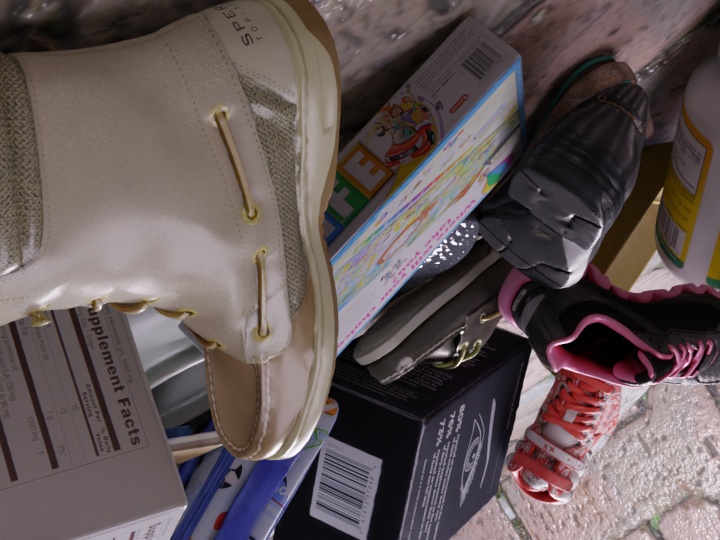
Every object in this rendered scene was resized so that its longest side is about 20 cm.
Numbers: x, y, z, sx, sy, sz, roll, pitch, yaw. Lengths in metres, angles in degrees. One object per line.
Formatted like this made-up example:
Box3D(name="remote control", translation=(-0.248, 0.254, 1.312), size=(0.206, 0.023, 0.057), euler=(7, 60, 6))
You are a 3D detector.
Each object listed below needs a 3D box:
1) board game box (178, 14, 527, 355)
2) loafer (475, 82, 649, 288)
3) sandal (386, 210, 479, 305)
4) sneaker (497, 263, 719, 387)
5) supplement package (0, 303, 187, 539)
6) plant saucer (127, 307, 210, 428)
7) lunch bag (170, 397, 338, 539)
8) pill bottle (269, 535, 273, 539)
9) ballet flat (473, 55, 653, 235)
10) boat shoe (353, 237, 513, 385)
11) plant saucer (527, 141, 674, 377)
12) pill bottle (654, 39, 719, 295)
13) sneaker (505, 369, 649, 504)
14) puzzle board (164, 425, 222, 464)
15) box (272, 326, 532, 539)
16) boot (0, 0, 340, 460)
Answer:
Box3D(name="board game box", translation=(0.006, -0.021, 0.600), size=(0.200, 0.034, 0.134), euler=(-47, 164, -4))
Box3D(name="loafer", translation=(0.119, -0.043, 0.672), size=(0.072, 0.073, 0.200), euler=(-51, 179, -13))
Box3D(name="sandal", translation=(-0.001, 0.000, 0.750), size=(0.076, 0.043, 0.200), euler=(-10, 164, -36))
Box3D(name="sneaker", translation=(0.191, 0.051, 0.781), size=(0.199, 0.095, 0.079), euler=(11, 117, -17))
Box3D(name="supplement package", translation=(-0.189, 0.094, 0.496), size=(0.199, 0.110, 0.114), euler=(-14, 158, -23))
Box3D(name="plant saucer", translation=(-0.109, 0.051, 0.670), size=(0.200, 0.050, 0.200), euler=(-29, 164, -9))
Box3D(name="lunch bag", translation=(-0.098, 0.145, 0.749), size=(0.200, 0.075, 0.160), euler=(-61, -164, -22))
Box3D(name="pill bottle", translation=(-0.035, 0.215, 0.982), size=(0.104, 0.200, 0.105), euler=(-21, 128, -29))
Box3D(name="ballet flat", translation=(0.127, -0.054, 0.757), size=(0.068, 0.067, 0.200), euler=(-24, 162, -23))
Box3D(name="boat shoe", translation=(0.067, 0.031, 0.815), size=(0.072, 0.060, 0.202), euler=(-24, -172, 39))
Box3D(name="plant saucer", translation=(0.196, -0.009, 0.958), size=(0.200, 0.048, 0.200), euler=(-56, 162, 0))
Box3D(name="pill bottle", translation=(0.268, -0.082, 0.789), size=(0.113, 0.113, 0.200), euler=(-26, 142, -19))
Box3D(name="sneaker", translation=(0.169, 0.114, 0.911), size=(0.108, 0.067, 0.202), euler=(-52, 165, -27))
Box3D(name="puzzle board", translation=(-0.184, 0.119, 0.678), size=(0.150, 0.017, 0.200), euler=(-5, 166, -29))
Box3D(name="box", translation=(0.036, 0.127, 0.896), size=(0.200, 0.104, 0.148), euler=(-23, 128, -58))
Box3D(name="boot", translation=(-0.085, 0.004, 0.436), size=(0.154, 0.072, 0.201), euler=(-18, 126, -33))
